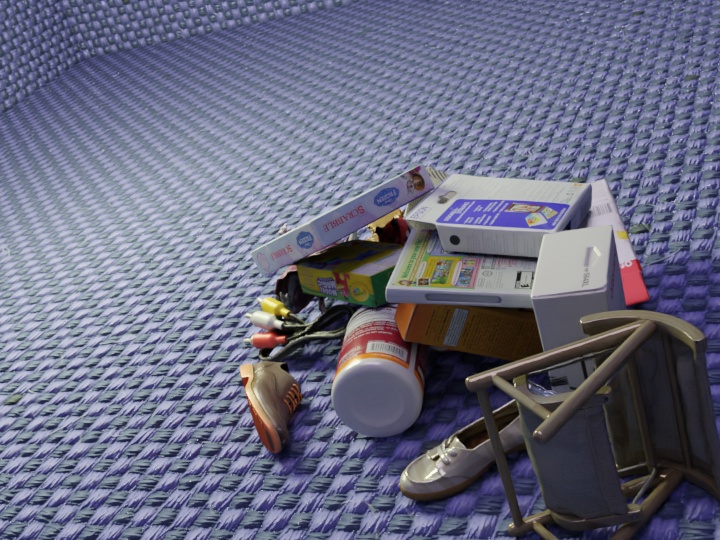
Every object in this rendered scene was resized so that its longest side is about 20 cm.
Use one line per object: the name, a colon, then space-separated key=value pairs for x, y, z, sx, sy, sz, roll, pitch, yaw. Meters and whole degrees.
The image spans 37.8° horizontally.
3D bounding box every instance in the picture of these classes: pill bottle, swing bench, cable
pill bottle: x=0.030 y=0.111 z=1.342 sx=0.112 sy=0.113 sz=0.200 roll=-11 pitch=26 yaw=14
swing bench: x=0.235 y=0.163 z=1.013 sx=0.199 sy=0.200 sz=0.130 roll=-26 pitch=27 yaw=-17
cable: x=-0.091 y=0.086 z=1.482 sx=0.199 sy=0.050 sz=0.098 roll=-2 pitch=67 yaw=45

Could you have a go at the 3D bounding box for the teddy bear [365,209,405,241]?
teddy bear: x=0.049 y=-0.017 z=1.649 sx=0.145 sy=0.067 sz=0.200 roll=-27 pitch=32 yaw=4

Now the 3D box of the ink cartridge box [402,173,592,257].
ink cartridge box: x=0.180 y=-0.074 z=1.357 sx=0.199 sy=0.044 sz=0.198 roll=7 pitch=25 yaw=23

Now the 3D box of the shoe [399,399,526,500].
shoe: x=0.130 y=0.194 z=1.184 sx=0.199 sy=0.054 sz=0.070 roll=-24 pitch=27 yaw=-12

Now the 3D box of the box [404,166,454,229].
box: x=0.169 y=-0.076 z=1.560 sx=0.199 sy=0.082 sz=0.068 roll=24 pitch=38 yaw=12

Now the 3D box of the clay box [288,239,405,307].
clay box: x=0.000 y=0.000 z=1.433 sx=0.115 sy=0.048 sz=0.200 roll=-23 pitch=17 yaw=-32

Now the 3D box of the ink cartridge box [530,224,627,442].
ink cartridge box: x=0.255 y=0.071 z=1.177 sx=0.084 sy=0.201 sz=0.146 roll=-7 pitch=28 yaw=20

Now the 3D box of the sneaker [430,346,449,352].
sneaker: x=0.116 y=0.045 z=1.448 sx=0.077 sy=0.082 sz=0.200 roll=-18 pitch=27 yaw=0

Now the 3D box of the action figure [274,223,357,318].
action figure: x=-0.052 y=-0.005 z=1.611 sx=0.133 sy=0.150 sz=0.200 roll=-5 pitch=22 yaw=17

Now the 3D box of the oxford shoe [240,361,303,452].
oxford shoe: x=-0.110 y=0.168 z=1.372 sx=0.073 sy=0.072 sz=0.200 roll=-16 pitch=25 yaw=-7

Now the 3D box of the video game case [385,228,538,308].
video game case: x=0.136 y=-0.005 z=1.285 sx=0.181 sy=0.022 sz=0.200 roll=2 pitch=23 yaw=12

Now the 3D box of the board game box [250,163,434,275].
board game box: x=-0.028 y=-0.068 z=1.447 sx=0.200 sy=0.041 sz=0.199 roll=-29 pitch=4 yaw=-30

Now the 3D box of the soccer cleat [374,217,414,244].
soccer cleat: x=0.061 y=0.018 z=1.516 sx=0.068 sy=0.085 sz=0.201 roll=-23 pitch=53 yaw=40

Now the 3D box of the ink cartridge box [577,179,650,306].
ink cartridge box: x=0.305 y=-0.015 z=1.409 sx=0.116 sy=0.067 sz=0.201 roll=-15 pitch=56 yaw=6

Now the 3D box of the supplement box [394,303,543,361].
supplement box: x=0.147 y=0.065 z=1.304 sx=0.199 sy=0.069 sz=0.067 roll=10 pitch=21 yaw=-15
